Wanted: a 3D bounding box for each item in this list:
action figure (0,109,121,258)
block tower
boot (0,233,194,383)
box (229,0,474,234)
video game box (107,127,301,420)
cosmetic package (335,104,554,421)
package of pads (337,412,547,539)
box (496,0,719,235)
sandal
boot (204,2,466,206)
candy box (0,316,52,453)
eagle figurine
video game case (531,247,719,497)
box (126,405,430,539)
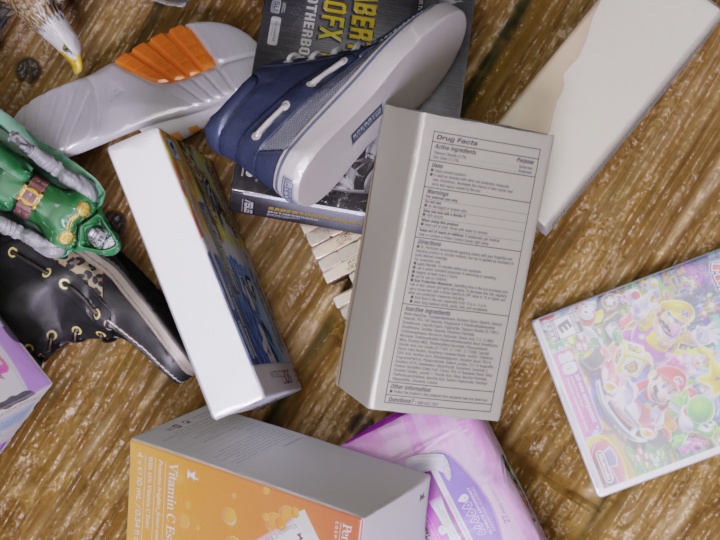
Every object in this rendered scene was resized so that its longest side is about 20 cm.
[{"bbox_3d":[-0.262,-0.067,1.093,0.199,0.055,0.119,30,92,-14],"label":"action figure"},{"bbox_3d":[0.000,0.000,1.137,0.054,0.058,0.201,-26,86,5],"label":"block tower"},{"bbox_3d":[-0.230,0.050,1.154,0.200,0.073,0.151,44,92,10],"label":"boot"},{"bbox_3d":[-0.004,-0.129,1.105,0.157,0.048,0.201,10,72,-3],"label":"box"},{"bbox_3d":[-0.108,0.006,1.087,0.047,0.182,0.201,-22,86,2],"label":"video game box"},{"bbox_3d":[0.056,-0.005,1.020,0.103,0.073,0.201,8,96,-22],"label":"cosmetic package"},{"bbox_3d":[0.070,0.195,1.111,0.120,0.076,0.201,-28,85,5],"label":"package of pads"},{"bbox_3d":[0.171,-0.128,1.103,0.078,0.095,0.200,39,91,7],"label":"box"},{"bbox_3d":[-0.170,-0.128,1.160,0.206,0.059,0.079,-21,62,-4],"label":"sandal"},{"bbox_3d":[-0.016,-0.136,1.046,0.090,0.073,0.200,32,59,23],"label":"boot"},{"bbox_3d":[-0.340,0.085,1.114,0.168,0.071,0.200,51,129,10],"label":"candy box"},{"bbox_3d":[-0.233,-0.225,1.135,0.199,0.152,0.151,-27,128,20],"label":"eagle figurine"},{"bbox_3d":[0.246,0.069,1.123,0.199,0.018,0.144,-21,85,6],"label":"video game case"},{"bbox_3d":[-0.062,0.190,1.070,0.199,0.097,0.125,13,107,29],"label":"box"}]
